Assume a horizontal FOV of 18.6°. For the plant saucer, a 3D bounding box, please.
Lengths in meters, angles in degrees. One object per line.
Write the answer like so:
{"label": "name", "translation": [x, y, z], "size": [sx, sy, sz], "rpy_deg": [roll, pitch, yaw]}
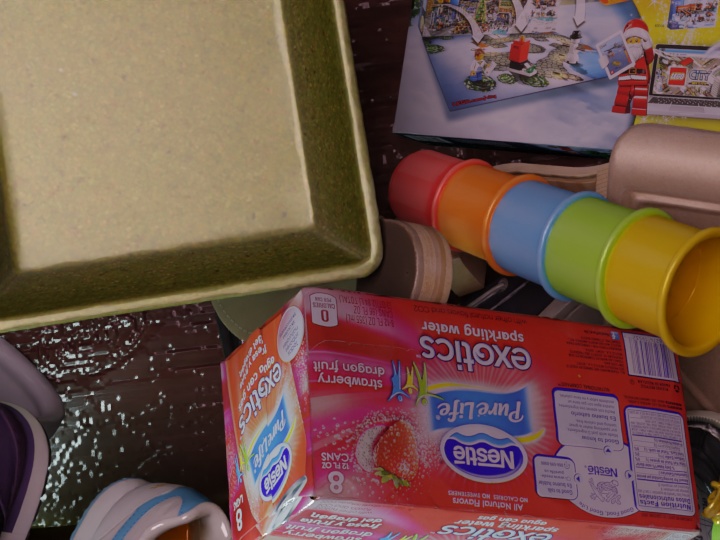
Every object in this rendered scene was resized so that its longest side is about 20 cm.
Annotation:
{"label": "plant saucer", "translation": [-0.101, -0.080, 1.029], "size": [0.199, 0.048, 0.201], "rpy_deg": [-9, 86, -2]}

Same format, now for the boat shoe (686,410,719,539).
{"label": "boat shoe", "translation": [0.171, 0.172, 1.060], "size": [0.074, 0.066, 0.201], "rpy_deg": [-2, 98, 19]}

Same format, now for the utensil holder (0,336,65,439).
{"label": "utensil holder", "translation": [-0.280, 0.115, 1.175], "size": [0.170, 0.170, 0.201], "rpy_deg": [35, 98, 17]}

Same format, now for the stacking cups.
{"label": "stacking cups", "translation": [0.091, -0.021, 1.039], "size": [0.200, 0.060, 0.061], "rpy_deg": [27, 93, 46]}

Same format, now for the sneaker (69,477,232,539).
{"label": "sneaker", "translation": [-0.126, 0.197, 1.076], "size": [0.081, 0.076, 0.201], "rpy_deg": [-3, 63, 55]}

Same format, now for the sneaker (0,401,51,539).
{"label": "sneaker", "translation": [-0.207, 0.156, 1.036], "size": [0.075, 0.088, 0.201], "rpy_deg": [3, 80, 19]}

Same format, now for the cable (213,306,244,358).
{"label": "cable", "translation": [-0.044, 0.081, 1.173], "size": [0.097, 0.050, 0.201], "rpy_deg": [-47, 49, 48]}

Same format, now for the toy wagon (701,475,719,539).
{"label": "toy wagon", "translation": [0.225, 0.166, 1.026], "size": [0.155, 0.040, 0.200], "rpy_deg": [-44, 101, -15]}

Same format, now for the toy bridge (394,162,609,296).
{"label": "toy bridge", "translation": [0.054, -0.019, 1.136], "size": [0.199, 0.027, 0.067], "rpy_deg": [-20, 40, 28]}

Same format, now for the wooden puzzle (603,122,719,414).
{"label": "wooden puzzle", "translation": [0.209, 0.030, 1.060], "size": [0.184, 0.037, 0.201], "rpy_deg": [9, 121, 17]}

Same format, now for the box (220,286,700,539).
{"label": "box", "translation": [0.044, 0.080, 0.999], "size": [0.095, 0.199, 0.100], "rpy_deg": [-42, 47, 53]}

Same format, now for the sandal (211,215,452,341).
{"label": "sandal", "translation": [-0.001, 0.006, 1.090], "size": [0.211, 0.069, 0.078], "rpy_deg": [5, 86, 59]}

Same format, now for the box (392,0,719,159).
{"label": "box", "translation": [0.117, -0.127, 1.113], "size": [0.199, 0.038, 0.137], "rpy_deg": [7, 86, 34]}

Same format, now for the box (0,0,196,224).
{"label": "box", "translation": [-0.160, -0.122, 1.072], "size": [0.120, 0.032, 0.201], "rpy_deg": [-14, 83, -2]}

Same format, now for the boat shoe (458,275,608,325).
{"label": "boat shoe", "translation": [0.075, 0.041, 1.137], "size": [0.200, 0.073, 0.063], "rpy_deg": [-35, 32, 17]}
